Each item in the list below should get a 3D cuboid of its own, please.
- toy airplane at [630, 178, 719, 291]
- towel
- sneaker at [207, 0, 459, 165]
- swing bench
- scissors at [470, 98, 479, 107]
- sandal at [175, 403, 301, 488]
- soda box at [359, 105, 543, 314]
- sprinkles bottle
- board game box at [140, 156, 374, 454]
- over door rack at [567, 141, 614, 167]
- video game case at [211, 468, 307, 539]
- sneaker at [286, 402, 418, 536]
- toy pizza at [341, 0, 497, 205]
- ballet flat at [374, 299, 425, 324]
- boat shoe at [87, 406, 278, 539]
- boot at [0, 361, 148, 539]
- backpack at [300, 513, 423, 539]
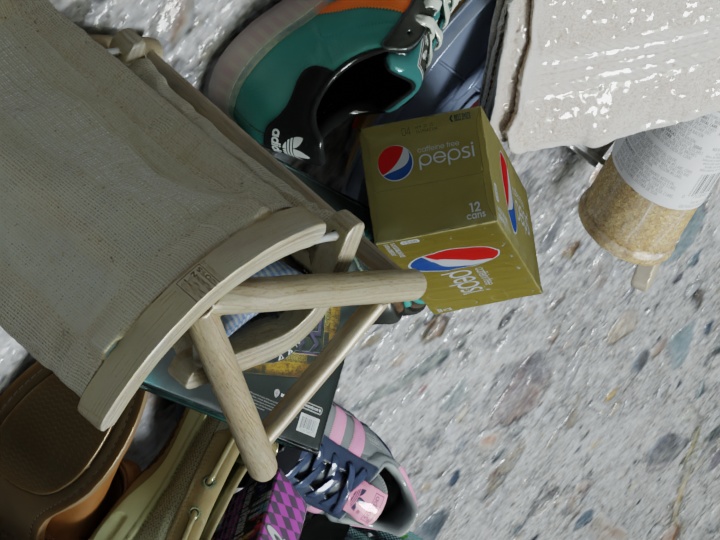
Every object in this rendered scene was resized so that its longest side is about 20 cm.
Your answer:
[{"bbox_3d":[0.226,-0.112,1.830,0.199,0.140,0.201,122,-14,-44],"label":"toy airplane"},{"bbox_3d":[0.158,-0.133,1.542,0.199,0.035,0.133,-15,138,-22],"label":"towel"},{"bbox_3d":[0.018,-0.128,1.461,0.200,0.080,0.072,-43,154,-16],"label":"sneaker"},{"bbox_3d":[-0.105,-0.025,1.247,0.130,0.199,0.200,-51,158,3],"label":"swing bench"},{"bbox_3d":[0.055,-0.053,1.690,0.073,0.014,0.200,-49,170,-11],"label":"scissors"},{"bbox_3d":[-0.069,0.067,1.614,0.076,0.043,0.201,-33,145,-14],"label":"sandal"},{"bbox_3d":[0.052,-0.029,1.538,0.067,0.064,0.200,-11,168,8],"label":"soda box"},{"bbox_3d":[0.200,-0.094,1.693,0.068,0.068,0.201,-23,150,-47],"label":"sprinkles bottle"},{"bbox_3d":[-0.069,0.004,1.445,0.200,0.028,0.136,27,77,-50],"label":"board game box"},{"bbox_3d":[0.148,-0.143,1.680,0.148,0.066,0.200,-54,167,5],"label":"over door rack"},{"bbox_3d":[-0.118,0.205,1.597,0.181,0.036,0.200,-35,-168,14],"label":"video game case"},{"bbox_3d":[-0.023,0.119,1.759,0.070,0.082,0.200,-53,152,9],"label":"sneaker"},{"bbox_3d":[0.049,-0.114,1.582,0.200,0.032,0.200,-47,168,-14],"label":"toy pizza"},{"bbox_3d":[0.000,0.000,1.636,0.068,0.068,0.200,-16,179,8],"label":"ballet flat"},{"bbox_3d":[-0.076,0.110,1.533,0.201,0.063,0.073,-52,167,-22],"label":"boat shoe"},{"bbox_3d":[-0.153,0.114,1.552,0.200,0.074,0.155,-55,162,15],"label":"boot"},{"bbox_3d":[0.019,0.272,1.929,0.178,0.199,0.151,-61,174,22],"label":"backpack"}]
